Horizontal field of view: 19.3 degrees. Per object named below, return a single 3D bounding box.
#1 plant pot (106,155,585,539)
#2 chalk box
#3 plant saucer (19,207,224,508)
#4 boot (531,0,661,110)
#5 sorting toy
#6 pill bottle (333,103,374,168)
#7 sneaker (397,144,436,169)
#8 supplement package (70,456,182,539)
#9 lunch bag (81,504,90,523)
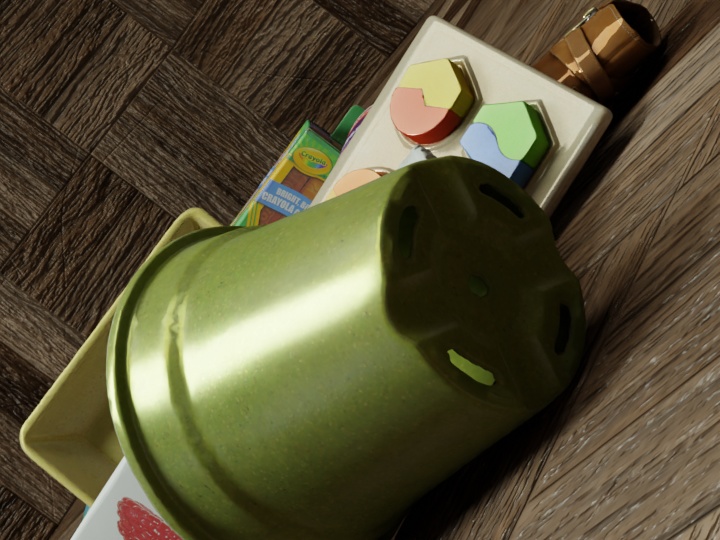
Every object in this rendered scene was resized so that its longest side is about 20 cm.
[{"bbox_3d":[0.005,0.037,1.057,0.184,0.200,0.201,-32,20,45],"label":"plant pot"},{"bbox_3d":[-0.039,-0.075,2.216,0.200,0.125,0.124,-54,6,7],"label":"chalk box"},{"bbox_3d":[-0.091,0.095,1.399,0.200,0.200,0.048,-53,-14,1],"label":"plant saucer"},{"bbox_3d":[0.134,-0.128,1.442,0.155,0.077,0.200,-47,2,16],"label":"boot"},{"bbox_3d":[0.048,-0.059,1.359,0.200,0.036,0.186,35,94,47],"label":"sorting toy"},{"bbox_3d":[0.037,-0.077,1.701,0.113,0.112,0.200,-51,7,16],"label":"pill bottle"},{"bbox_3d":[0.039,-0.003,1.238,0.099,0.078,0.200,-47,21,12],"label":"sneaker"},{"bbox_3d":[-0.078,0.128,1.236,0.120,0.121,0.200,-55,1,-38],"label":"supplement package"},{"bbox_3d":[-0.124,0.138,1.520,0.170,0.127,0.201,-145,69,-83],"label":"lunch bag"}]
